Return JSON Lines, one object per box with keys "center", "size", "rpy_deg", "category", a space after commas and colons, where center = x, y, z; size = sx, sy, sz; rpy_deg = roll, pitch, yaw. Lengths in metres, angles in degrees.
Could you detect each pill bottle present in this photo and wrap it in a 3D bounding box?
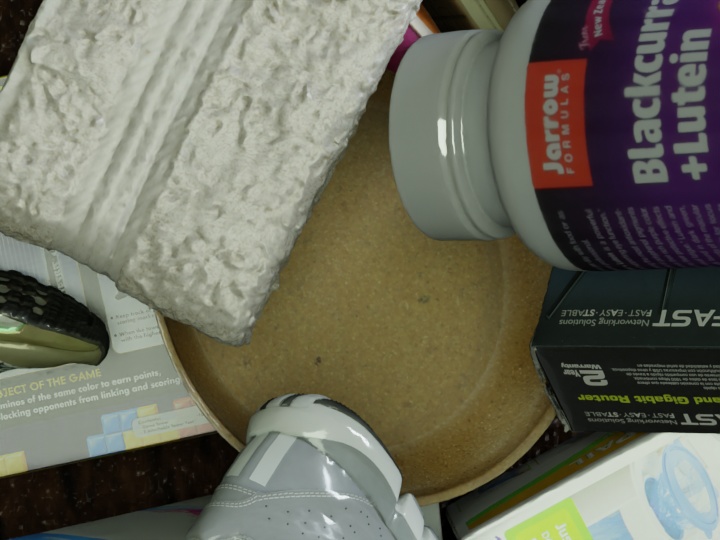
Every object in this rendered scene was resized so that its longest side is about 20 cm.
{"center": [0.116, -0.056, 1.137], "size": [0.199, 0.111, 0.112], "rpy_deg": [-3, 93, 29], "category": "pill bottle"}

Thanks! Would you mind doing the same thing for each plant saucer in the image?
{"center": [0.000, 0.000, 1.233], "size": [0.200, 0.035, 0.201], "rpy_deg": [5, 78, -24], "category": "plant saucer"}

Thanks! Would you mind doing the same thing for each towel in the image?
{"center": [-0.058, -0.084, 1.159], "size": [0.132, 0.034, 0.200], "rpy_deg": [27, 91, 5], "category": "towel"}

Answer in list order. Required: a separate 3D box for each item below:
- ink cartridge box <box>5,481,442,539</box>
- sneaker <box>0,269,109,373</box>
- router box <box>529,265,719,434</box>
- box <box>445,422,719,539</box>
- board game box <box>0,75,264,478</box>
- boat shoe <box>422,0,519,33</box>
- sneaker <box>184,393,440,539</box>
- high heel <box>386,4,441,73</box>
{"center": [-0.057, 0.169, 1.208], "size": [0.200, 0.085, 0.145], "rpy_deg": [-10, 95, -41], "category": "ink cartridge box"}
{"center": [-0.199, 0.046, 1.210], "size": [0.199, 0.077, 0.089], "rpy_deg": [-2, 105, 4], "category": "sneaker"}
{"center": [0.180, -0.010, 1.193], "size": [0.199, 0.062, 0.150], "rpy_deg": [-1, 52, 25], "category": "router box"}
{"center": [0.149, 0.105, 1.253], "size": [0.200, 0.101, 0.113], "rpy_deg": [-28, 93, 0], "category": "box"}
{"center": [-0.143, 0.001, 1.264], "size": [0.199, 0.057, 0.166], "rpy_deg": [-11, 91, -1], "category": "board game box"}
{"center": [0.018, -0.167, 1.255], "size": [0.065, 0.072, 0.200], "rpy_deg": [-41, 101, -20], "category": "boat shoe"}
{"center": [-0.001, 0.154, 1.152], "size": [0.200, 0.075, 0.116], "rpy_deg": [51, 53, -16], "category": "sneaker"}
{"center": [-0.060, -0.119, 1.209], "size": [0.200, 0.067, 0.096], "rpy_deg": [38, 102, -9], "category": "high heel"}
